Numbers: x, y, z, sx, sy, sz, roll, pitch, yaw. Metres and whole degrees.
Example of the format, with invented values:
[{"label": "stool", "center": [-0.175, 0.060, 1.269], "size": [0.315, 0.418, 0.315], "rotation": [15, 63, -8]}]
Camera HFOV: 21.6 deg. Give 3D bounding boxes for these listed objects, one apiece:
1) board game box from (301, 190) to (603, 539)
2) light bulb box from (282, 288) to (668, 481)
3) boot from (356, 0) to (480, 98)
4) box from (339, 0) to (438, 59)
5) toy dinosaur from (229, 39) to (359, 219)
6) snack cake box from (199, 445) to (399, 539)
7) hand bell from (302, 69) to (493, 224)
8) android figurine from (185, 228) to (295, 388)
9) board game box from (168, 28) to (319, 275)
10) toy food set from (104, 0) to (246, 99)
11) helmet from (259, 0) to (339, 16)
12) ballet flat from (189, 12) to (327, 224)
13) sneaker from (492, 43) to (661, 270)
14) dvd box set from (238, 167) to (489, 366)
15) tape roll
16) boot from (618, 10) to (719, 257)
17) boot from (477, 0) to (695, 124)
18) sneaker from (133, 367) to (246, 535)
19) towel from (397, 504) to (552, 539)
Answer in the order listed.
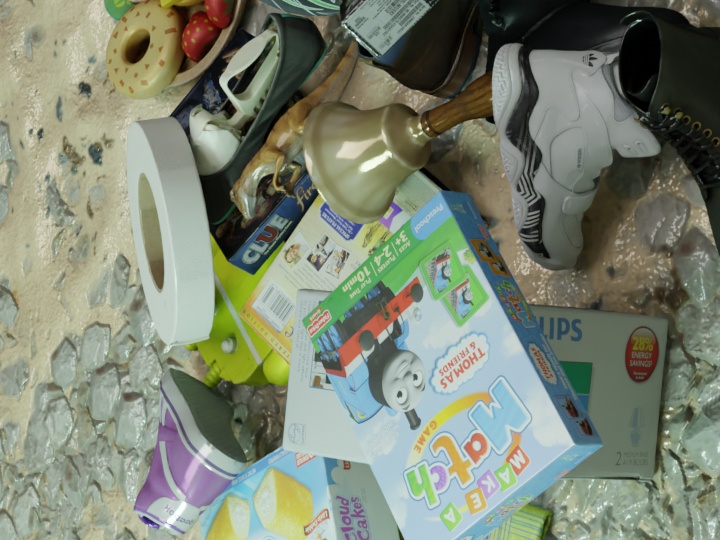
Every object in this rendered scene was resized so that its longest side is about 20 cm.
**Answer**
[{"label": "board game box", "center": [0.055, 0.072, 1.242], "size": [0.151, 0.037, 0.200], "rotation": [-43, 60, 30]}, {"label": "light bulb box", "center": [0.084, 0.083, 1.377], "size": [0.200, 0.198, 0.125], "rotation": [4, 89, 47]}, {"label": "boot", "center": [0.056, -0.245, 1.527], "size": [0.075, 0.097, 0.200], "rotation": [9, 91, 46]}, {"label": "box", "center": [0.063, -0.266, 1.396], "size": [0.200, 0.048, 0.193], "rotation": [-44, 17, 16]}, {"label": "toy dinosaur", "center": [-0.041, -0.126, 1.566], "size": [0.200, 0.060, 0.106], "rotation": [-49, 44, 2]}, {"label": "snack cake box", "center": [-0.055, 0.216, 1.577], "size": [0.200, 0.067, 0.115], "rotation": [-35, 55, 46]}, {"label": "hand bell", "center": [0.062, -0.116, 1.449], "size": [0.200, 0.104, 0.104], "rotation": [-23, 68, 38]}, {"label": "android figurine", "center": [-0.091, 0.021, 1.686], "size": [0.200, 0.041, 0.182], "rotation": [-48, 53, 28]}, {"label": "board game box", "center": [-0.101, -0.108, 1.681], "size": [0.136, 0.035, 0.200], "rotation": [-49, 44, 14]}, {"label": "toy food set", "center": [-0.181, -0.275, 1.814], "size": [0.200, 0.049, 0.198], "rotation": [-24, 68, 42]}, {"label": "helmet", "center": [-0.048, -0.316, 1.594], "size": [0.200, 0.200, 0.191], "rotation": [-22, 52, 42]}, {"label": "ballet flat", "center": [-0.107, -0.137, 1.624], "size": [0.068, 0.068, 0.200], "rotation": [33, 94, 48]}, {"label": "sneaker", "center": [0.167, -0.080, 1.370], "size": [0.115, 0.200, 0.075], "rotation": [-3, 41, 18]}, {"label": "dvd box set", "center": [0.000, 0.000, 1.566], "size": [0.146, 0.029, 0.200], "rotation": [42, 104, 35]}, {"label": "tape roll", "center": [-0.169, -0.034, 1.663], "size": [0.203, 0.037, 0.203], "rotation": [170, 90, -74]}, {"label": "boot", "center": [0.232, -0.075, 1.288], "size": [0.077, 0.138, 0.200], "rotation": [-24, 69, 42]}, {"label": "boot", "center": [0.160, -0.215, 1.428], "size": [0.200, 0.076, 0.168], "rotation": [-18, 73, 46]}, {"label": "sneaker", "center": [-0.167, 0.163, 1.664], "size": [0.114, 0.073, 0.200], "rotation": [-55, 17, 10]}, {"label": "towel", "center": [0.065, 0.236, 1.504], "size": [0.200, 0.023, 0.144], "rotation": [9, 90, 46]}]
